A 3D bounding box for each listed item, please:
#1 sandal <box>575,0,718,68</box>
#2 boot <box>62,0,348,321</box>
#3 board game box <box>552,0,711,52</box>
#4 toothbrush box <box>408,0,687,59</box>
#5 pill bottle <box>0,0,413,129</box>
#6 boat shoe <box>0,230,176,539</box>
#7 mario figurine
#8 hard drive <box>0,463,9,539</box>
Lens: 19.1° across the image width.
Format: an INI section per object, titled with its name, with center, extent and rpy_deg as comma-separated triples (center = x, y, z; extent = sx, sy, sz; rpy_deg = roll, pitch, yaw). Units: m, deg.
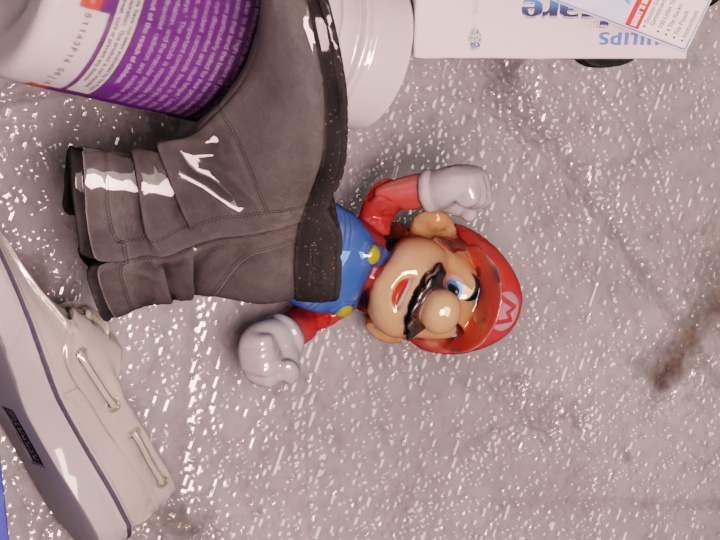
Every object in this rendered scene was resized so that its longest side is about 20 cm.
[sandal]
center = 0.195, -0.187, 1.240
extent = 0.200, 0.048, 0.075
rpy_deg = -37, 114, -21
[boot]
center = -0.075, -0.056, 1.001
extent = 0.132, 0.070, 0.200
rpy_deg = -4, 125, -7
[board game box]
center = 0.107, -0.229, 1.012
extent = 0.199, 0.041, 0.200
rpy_deg = 19, 111, -16
[toothbrush box]
center = 0.097, -0.212, 1.088
extent = 0.146, 0.085, 0.200
rpy_deg = -1, 114, -7
[pill bottle]
center = -0.079, -0.129, 1.054
extent = 0.200, 0.111, 0.111
rpy_deg = 11, 92, -30
[boat shoe]
center = -0.149, 0.048, 1.065
extent = 0.066, 0.072, 0.200
rpy_deg = -36, 114, -25
[mario figurine]
center = 0.000, 0.000, 1.116
extent = 0.200, 0.123, 0.106
rpy_deg = 15, 55, -25
[hard drive]
center = -0.267, 0.155, 1.037
extent = 0.200, 0.025, 0.132
rpy_deg = -10, 103, -29
